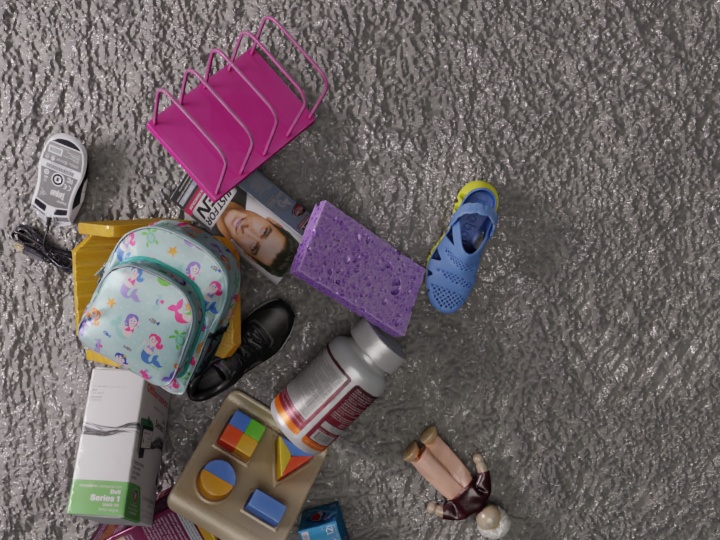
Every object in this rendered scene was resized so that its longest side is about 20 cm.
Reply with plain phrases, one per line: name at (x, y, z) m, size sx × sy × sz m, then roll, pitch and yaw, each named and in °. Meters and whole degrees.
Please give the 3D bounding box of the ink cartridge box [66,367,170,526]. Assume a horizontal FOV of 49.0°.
ink cartridge box at (-0.342, 0.256, 1.135) m, size 0.083 × 0.146 × 0.202 m, roll 3°, pitch 68°, yaw 2°

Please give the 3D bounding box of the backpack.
backpack at (-0.255, 0.039, 1.022) m, size 0.176 × 0.151 × 0.202 m, roll 29°, pitch 97°, yaw 1°

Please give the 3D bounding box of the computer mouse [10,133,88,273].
computer mouse at (-0.444, -0.105, 1.168) m, size 0.109 × 0.044 × 0.202 m, roll 23°, pitch 105°, yaw 2°

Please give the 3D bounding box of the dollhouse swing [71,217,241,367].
dollhouse swing at (-0.287, 0.037, 1.110) m, size 0.180 × 0.175 × 0.203 m, roll -6°, pitch 103°, yaw -35°

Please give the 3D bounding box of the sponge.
sponge at (0.000, 0.000, 1.125) m, size 0.199 × 0.030 × 0.113 m, roll 33°, pitch 66°, yaw -27°

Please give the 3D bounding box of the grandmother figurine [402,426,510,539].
grandmother figurine at (0.154, 0.341, 1.229) m, size 0.200 × 0.061 × 0.121 m, roll 45°, pitch 106°, yaw -4°

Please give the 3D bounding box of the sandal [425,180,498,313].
sandal at (0.148, -0.031, 1.150) m, size 0.079 × 0.087 × 0.202 m, roll 15°, pitch 102°, yaw -4°

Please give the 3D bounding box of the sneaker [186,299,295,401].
sneaker at (-0.177, 0.128, 1.179) m, size 0.200 × 0.088 × 0.076 m, roll -43°, pitch 97°, yaw 7°

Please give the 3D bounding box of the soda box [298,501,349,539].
soda box at (-0.039, 0.478, 1.249) m, size 0.063 × 0.068 × 0.202 m, roll -14°, pitch 100°, yaw 4°

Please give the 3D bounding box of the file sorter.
file sorter at (-0.159, -0.221, 1.051) m, size 0.139 × 0.125 × 0.200 m, roll 47°, pitch 65°, yaw -1°

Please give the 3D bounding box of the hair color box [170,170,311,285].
hair color box at (-0.164, -0.084, 1.140) m, size 0.199 × 0.061 × 0.099 m, roll 39°, pitch 125°, yaw -6°

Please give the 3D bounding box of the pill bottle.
pill bottle at (-0.031, 0.169, 1.174) m, size 0.110 × 0.110 × 0.200 m, roll 44°, pitch 98°, yaw -6°

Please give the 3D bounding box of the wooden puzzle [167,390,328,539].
wooden puzzle at (-0.161, 0.304, 1.181) m, size 0.184 × 0.046 × 0.201 m, roll 32°, pitch 59°, yaw -5°

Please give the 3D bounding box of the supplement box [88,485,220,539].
supplement box at (-0.303, 0.424, 1.225) m, size 0.198 × 0.103 × 0.132 m, roll -26°, pitch 98°, yaw 4°
